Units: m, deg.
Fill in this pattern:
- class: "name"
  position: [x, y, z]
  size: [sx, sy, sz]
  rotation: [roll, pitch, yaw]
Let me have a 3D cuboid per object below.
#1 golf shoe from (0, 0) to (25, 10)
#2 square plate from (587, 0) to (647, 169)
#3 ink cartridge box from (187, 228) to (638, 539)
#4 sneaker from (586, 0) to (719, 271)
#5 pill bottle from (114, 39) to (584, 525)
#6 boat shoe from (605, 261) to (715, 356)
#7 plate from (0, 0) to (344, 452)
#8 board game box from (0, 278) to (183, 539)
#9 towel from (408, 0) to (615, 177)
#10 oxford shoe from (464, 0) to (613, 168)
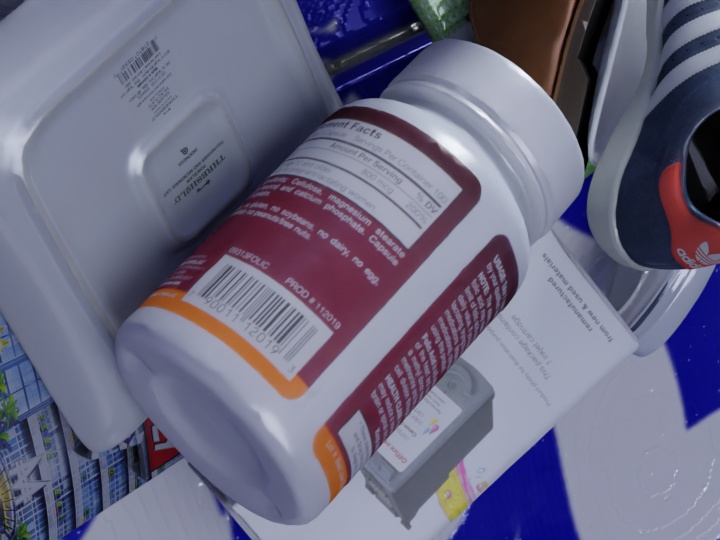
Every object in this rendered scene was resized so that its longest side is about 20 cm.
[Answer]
- class: "golf shoe"
  position: [-0.085, -0.187, 0.784]
  size: [0.199, 0.092, 0.075]
  rotation: [-40, 85, -11]
- class: "square plate"
  position: [0.187, -0.128, 0.918]
  size: [0.199, 0.028, 0.201]
  rotation: [15, 85, -43]
- class: "ink cartridge box"
  position: [0.022, 0.067, 0.907]
  size: [0.200, 0.148, 0.086]
  rotation: [-43, 100, -7]
- class: "sneaker"
  position: [0.173, -0.094, 0.833]
  size: [0.075, 0.084, 0.202]
  rotation: [21, 81, -42]
- class: "pill bottle"
  position: [0.000, 0.000, 0.784]
  size: [0.200, 0.114, 0.115]
  rotation: [-46, 125, -23]
- class: "boat shoe"
  position: [0.168, -0.056, 1.002]
  size: [0.066, 0.073, 0.202]
  rotation: [25, 86, -18]
- class: "plate"
  position: [-0.080, -0.047, 0.790]
  size: [0.200, 0.032, 0.201]
  rotation: [-45, 133, -23]
- class: "board game box"
  position: [-0.117, 0.023, 0.851]
  size: [0.199, 0.061, 0.202]
  rotation: [-31, 128, -33]
- class: "towel"
  position: [0.095, -0.151, 0.920]
  size: [0.149, 0.031, 0.201]
  rotation: [-34, 111, -9]
- class: "oxford shoe"
  position: [0.088, -0.138, 0.874]
  size: [0.071, 0.071, 0.202]
  rotation: [22, 81, -73]
